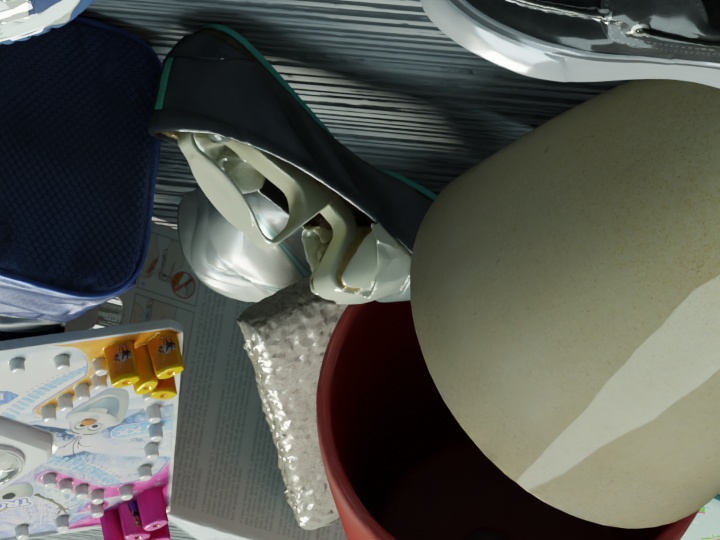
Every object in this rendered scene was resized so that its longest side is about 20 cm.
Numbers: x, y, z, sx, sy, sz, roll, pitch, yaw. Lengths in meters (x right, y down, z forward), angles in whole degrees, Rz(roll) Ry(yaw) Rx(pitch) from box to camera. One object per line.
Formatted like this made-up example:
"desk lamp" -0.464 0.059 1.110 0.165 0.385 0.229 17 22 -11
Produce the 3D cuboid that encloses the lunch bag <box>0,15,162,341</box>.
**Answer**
"lunch bag" -0.188 -0.047 1.196 0.199 0.137 0.132 16 161 -25

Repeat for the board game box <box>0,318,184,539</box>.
"board game box" -0.187 0.098 1.284 0.198 0.026 0.200 -8 149 -12

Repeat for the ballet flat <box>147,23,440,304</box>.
"ballet flat" -0.018 -0.028 1.189 0.200 0.073 0.073 39 151 -19

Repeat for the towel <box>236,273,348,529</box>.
"towel" 0.010 0.057 1.356 0.132 0.035 0.201 -27 145 -10

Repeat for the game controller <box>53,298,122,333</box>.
"game controller" -0.145 0.024 1.552 0.199 0.042 0.104 14 146 -15

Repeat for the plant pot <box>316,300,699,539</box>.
"plant pot" 0.072 0.107 1.286 0.199 0.202 0.178 8 149 2

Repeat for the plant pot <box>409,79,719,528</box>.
"plant pot" 0.151 -0.015 1.115 0.186 0.188 0.200 18 144 -24

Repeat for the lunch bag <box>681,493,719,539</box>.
"lunch bag" 0.169 0.127 1.633 0.160 0.078 0.199 21 158 -36

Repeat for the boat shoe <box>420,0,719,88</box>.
"boat shoe" 0.124 -0.108 0.997 0.199 0.070 0.066 13 144 -4

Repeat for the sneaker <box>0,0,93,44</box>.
"sneaker" -0.190 -0.139 1.028 0.199 0.076 0.088 1 159 20

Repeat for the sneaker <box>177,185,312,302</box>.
"sneaker" 0.000 0.000 1.355 0.080 0.071 0.200 -21 149 39

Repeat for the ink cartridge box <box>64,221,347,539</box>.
"ink cartridge box" -0.084 0.069 1.450 0.199 0.161 0.047 19 159 -25
